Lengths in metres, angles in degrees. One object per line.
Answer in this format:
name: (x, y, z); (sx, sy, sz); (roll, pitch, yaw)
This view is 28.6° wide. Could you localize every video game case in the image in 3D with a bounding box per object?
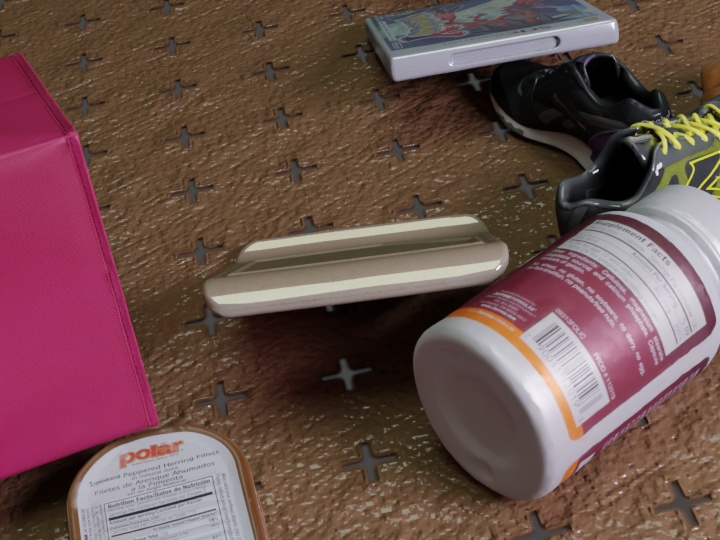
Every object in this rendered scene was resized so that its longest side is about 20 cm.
video game case: (0.102, -0.201, 1.178); (0.181, 0.023, 0.200); (-10, 19, -2)

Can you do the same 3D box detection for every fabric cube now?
fabric cube: (-0.259, 0.005, 0.854); (0.198, 0.198, 0.200); (-20, 27, -15)

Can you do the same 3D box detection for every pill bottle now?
pill bottle: (0.138, 0.035, 0.830); (0.199, 0.115, 0.114); (-32, 43, -29)

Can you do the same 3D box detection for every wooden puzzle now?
wooden puzzle: (0.000, 0.000, 0.923); (0.183, 0.038, 0.200); (-8, 8, 2)

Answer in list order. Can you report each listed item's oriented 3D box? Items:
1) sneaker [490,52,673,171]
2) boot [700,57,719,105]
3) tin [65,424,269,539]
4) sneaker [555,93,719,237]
sneaker: (0.170, -0.136, 1.070); (0.075, 0.088, 0.200); (-26, 40, -22)
boot: (0.343, -0.116, 1.015); (0.198, 0.074, 0.155); (-6, 42, 9)
tin: (-0.102, 0.161, 0.777); (0.111, 0.042, 0.200); (-10, 37, -10)
sneaker: (0.213, -0.070, 0.938); (0.200, 0.085, 0.074); (-40, 44, -6)
